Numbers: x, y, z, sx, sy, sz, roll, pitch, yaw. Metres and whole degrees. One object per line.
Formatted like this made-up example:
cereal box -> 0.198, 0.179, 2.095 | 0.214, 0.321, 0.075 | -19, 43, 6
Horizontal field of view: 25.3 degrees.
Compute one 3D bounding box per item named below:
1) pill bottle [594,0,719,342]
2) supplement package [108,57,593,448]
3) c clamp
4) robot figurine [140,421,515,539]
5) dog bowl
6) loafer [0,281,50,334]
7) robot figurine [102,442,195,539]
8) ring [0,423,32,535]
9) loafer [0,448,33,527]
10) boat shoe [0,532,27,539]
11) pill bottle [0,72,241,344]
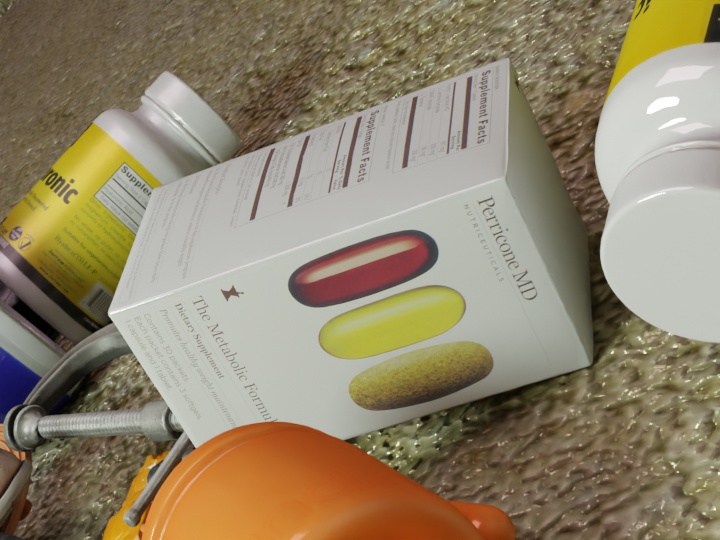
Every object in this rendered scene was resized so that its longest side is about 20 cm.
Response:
pill bottle -> 0.159, -0.070, 0.667 | 0.111, 0.111, 0.201 | -25, 31, 41
supplement package -> 0.000, 0.000, 0.768 | 0.198, 0.114, 0.110 | -19, 31, 19
c clamp -> -0.135, 0.069, 0.902 | 0.199, 0.027, 0.171 | -4, 36, 48
robot figurine -> -0.018, 0.127, 0.642 | 0.144, 0.117, 0.200 | -49, 27, -11
dog bowl -> -0.302, 0.044, 1.178 | 0.079, 0.200, 0.200 | -52, 23, -8
loafer -> -0.275, 0.012, 1.355 | 0.070, 0.068, 0.202 | 7, 60, 52
robot figurine -> -0.088, 0.153, 0.803 | 0.144, 0.058, 0.201 | -33, 25, 30
ring -> -0.258, 0.181, 0.954 | 0.200, 0.019, 0.201 | -37, 29, 25
loafer -> -0.258, 0.171, 0.862 | 0.201, 0.063, 0.072 | -53, 8, -3
boat shoe -> -0.211, 0.228, 0.831 | 0.201, 0.056, 0.069 | -64, 0, 2
pill bottle -> -0.186, -0.051, 1.231 | 0.200, 0.111, 0.111 | -48, 22, -5
